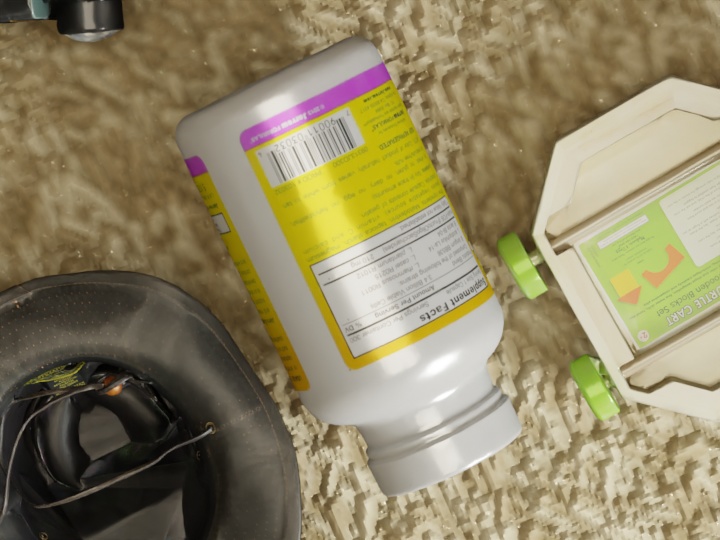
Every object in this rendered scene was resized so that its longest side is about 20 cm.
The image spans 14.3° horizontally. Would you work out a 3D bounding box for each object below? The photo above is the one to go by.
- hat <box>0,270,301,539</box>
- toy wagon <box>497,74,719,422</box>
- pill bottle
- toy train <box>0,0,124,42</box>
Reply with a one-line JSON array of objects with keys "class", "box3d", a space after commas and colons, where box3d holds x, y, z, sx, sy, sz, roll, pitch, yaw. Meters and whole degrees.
[{"class": "hat", "box3d": [-0.121, 0.100, 1.367, 0.200, 0.081, 0.201, 0, 88, 2]}, {"class": "toy wagon", "box3d": [0.166, 0.011, 1.363, 0.155, 0.040, 0.200, -30, 95, 6]}, {"class": "pill bottle", "box3d": [0.000, 0.000, 1.337, 0.104, 0.104, 0.200, -25, 95, 5]}, {"class": "toy train", "box3d": [-0.159, -0.203, 1.335, 0.114, 0.085, 0.200, -5, 96, 13]}]
